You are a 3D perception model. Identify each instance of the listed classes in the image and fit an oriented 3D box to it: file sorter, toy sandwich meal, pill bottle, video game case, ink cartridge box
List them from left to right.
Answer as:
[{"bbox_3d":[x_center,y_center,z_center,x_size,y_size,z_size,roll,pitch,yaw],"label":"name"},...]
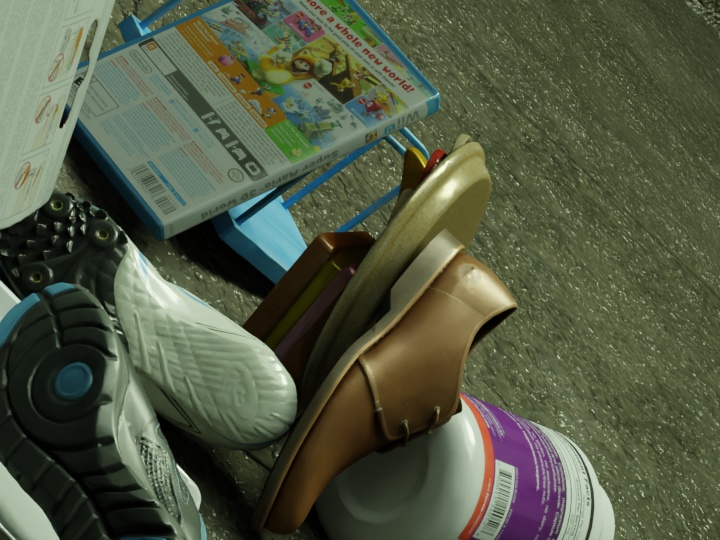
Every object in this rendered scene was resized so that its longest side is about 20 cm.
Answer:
[{"bbox_3d":[-0.187,-0.092,1.405,0.047,0.161,0.200,24,19,11],"label":"ink cartridge box"},{"bbox_3d":[-0.073,-0.106,1.752,0.143,0.200,0.018,50,-25,33],"label":"video game case"},{"bbox_3d":[-0.043,-0.095,1.856,0.139,0.123,0.200,41,17,-51],"label":"file sorter"},{"bbox_3d":[0.000,0.000,1.681,0.070,0.206,0.205,33,15,11],"label":"toy sandwich meal"},{"bbox_3d":[0.067,0.135,1.688,0.200,0.112,0.113,25,29,-53],"label":"pill bottle"}]

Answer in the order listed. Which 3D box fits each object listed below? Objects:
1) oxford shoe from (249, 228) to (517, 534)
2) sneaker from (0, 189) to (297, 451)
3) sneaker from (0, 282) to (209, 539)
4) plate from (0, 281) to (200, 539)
[{"bbox_3d":[0.014,0.073,1.572,0.071,0.200,0.071,38,-14,4],"label":"oxford shoe"},{"bbox_3d":[-0.122,0.031,1.560,0.200,0.072,0.072,39,-20,-5],"label":"sneaker"},{"bbox_3d":[-0.119,0.097,1.325,0.082,0.073,0.200,52,13,-55],"label":"sneaker"},{"bbox_3d":[-0.170,0.081,1.374,0.200,0.032,0.200,46,17,-7],"label":"plate"}]
